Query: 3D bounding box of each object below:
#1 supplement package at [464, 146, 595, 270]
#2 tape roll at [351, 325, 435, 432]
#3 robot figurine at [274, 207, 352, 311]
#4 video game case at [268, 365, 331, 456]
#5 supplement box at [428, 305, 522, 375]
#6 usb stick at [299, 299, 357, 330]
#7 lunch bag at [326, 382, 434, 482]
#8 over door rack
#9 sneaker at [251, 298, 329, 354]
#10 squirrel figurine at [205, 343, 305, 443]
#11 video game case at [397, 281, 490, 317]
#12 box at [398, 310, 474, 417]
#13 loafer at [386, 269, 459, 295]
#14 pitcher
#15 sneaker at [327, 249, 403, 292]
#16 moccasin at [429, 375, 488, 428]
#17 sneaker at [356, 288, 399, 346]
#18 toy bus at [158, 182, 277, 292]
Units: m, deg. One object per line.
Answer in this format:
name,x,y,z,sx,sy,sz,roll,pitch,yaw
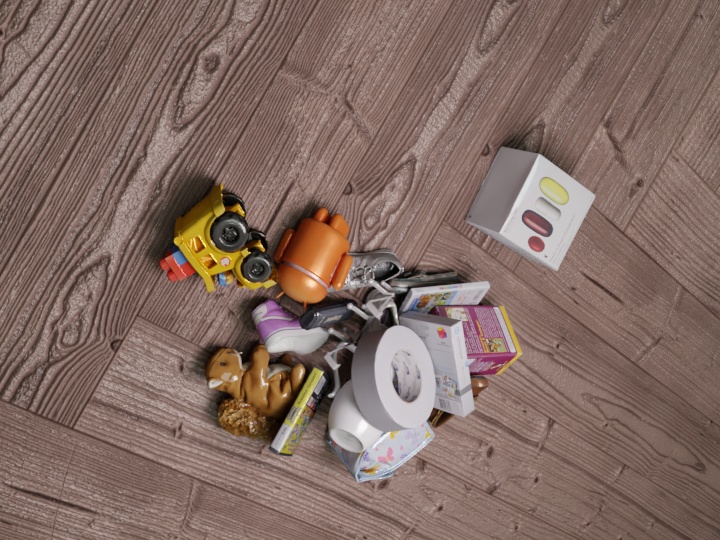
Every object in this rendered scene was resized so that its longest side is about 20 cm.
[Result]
supplement package,0.382,-0.141,1.586,0.197,0.147,0.195,26,93,-28
tape roll,0.069,0.217,1.410,0.198,0.065,0.206,24,58,-44
robot figurine,-0.096,-0.022,1.410,0.142,0.116,0.204,30,78,-14
video game case,-0.119,0.294,1.447,0.025,0.200,0.184,27,77,9
supplement box,0.247,0.161,1.594,0.195,0.134,0.104,2,145,-28
usb stick,-0.063,0.090,1.445,0.055,0.199,0.033,-45,75,19
lunch bag,0.035,0.358,1.552,0.198,0.169,0.129,-35,119,-13
over door rack,-0.007,0.095,1.401,0.066,0.200,0.149,39,105,2
sneaker,-0.146,0.107,1.457,0.073,0.115,0.199,-45,152,16
squirrel figurine,-0.230,0.249,1.424,0.182,0.141,0.206,13,96,-20
video game case,0.179,0.078,1.578,0.195,0.018,0.144,-5,146,-23
box,0.160,0.196,1.493,0.041,0.154,0.205,-24,110,-37
loafer,0.140,0.025,1.576,0.196,0.071,0.065,7,82,-33
pitcher,-0.011,0.257,1.465,0.169,0.122,0.202,28,53,2
sneaker,0.000,0.000,1.487,0.195,0.082,0.077,-18,111,-19
moccasin,0.223,0.303,1.614,0.072,0.079,0.201,14,139,-37
sneaker,0.041,0.148,1.537,0.073,0.099,0.206,-5,107,-24
toy bus,-0.275,-0.029,1.337,0.190,0.136,0.202,-33,118,2
